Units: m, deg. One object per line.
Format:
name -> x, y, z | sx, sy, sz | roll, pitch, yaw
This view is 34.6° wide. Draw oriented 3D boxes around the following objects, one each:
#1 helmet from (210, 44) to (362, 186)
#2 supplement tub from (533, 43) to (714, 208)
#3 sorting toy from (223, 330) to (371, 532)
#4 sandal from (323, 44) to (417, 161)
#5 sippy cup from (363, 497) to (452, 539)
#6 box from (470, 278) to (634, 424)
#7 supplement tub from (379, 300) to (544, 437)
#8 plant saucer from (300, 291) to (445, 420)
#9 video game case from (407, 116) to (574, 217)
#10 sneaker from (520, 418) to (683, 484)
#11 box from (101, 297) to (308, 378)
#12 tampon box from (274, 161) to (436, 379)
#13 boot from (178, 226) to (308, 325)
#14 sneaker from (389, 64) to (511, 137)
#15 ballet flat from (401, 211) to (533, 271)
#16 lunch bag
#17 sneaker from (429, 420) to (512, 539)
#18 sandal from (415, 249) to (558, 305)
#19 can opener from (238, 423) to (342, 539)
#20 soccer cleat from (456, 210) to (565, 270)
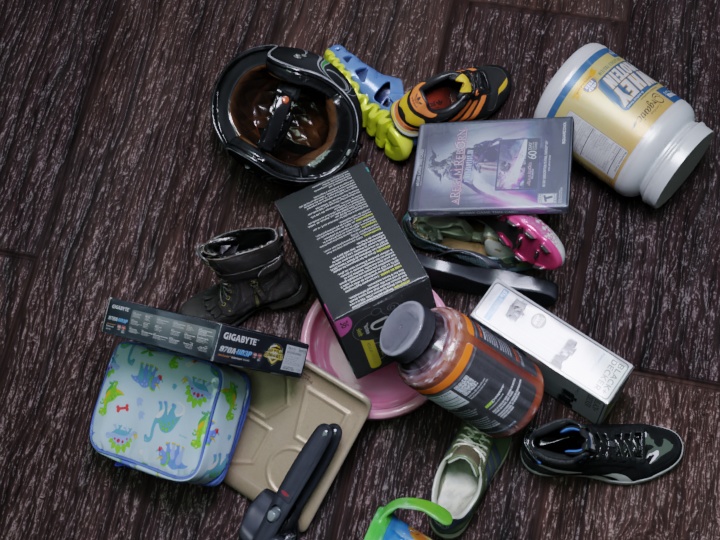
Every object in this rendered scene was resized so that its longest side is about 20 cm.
helmet -> -0.098, -0.207, 1.554 | 0.199, 0.191, 0.201 | -4, 107, -14
supplement tub -> 0.343, -0.188, 1.517 | 0.200, 0.145, 0.145 | 39, 79, 17
sorting toy -> -0.101, 0.202, 1.468 | 0.185, 0.036, 0.200 | 30, 100, 16
sandal -> 0.025, -0.243, 1.618 | 0.087, 0.080, 0.200 | -36, 75, -20
sippy cup -> 0.056, 0.367, 1.369 | 0.130, 0.178, 0.140 | 22, 51, 8
box -> 0.235, 0.104, 1.445 | 0.200, 0.117, 0.060 | 33, 75, 15
supplement tub -> 0.116, 0.111, 1.356 | 0.107, 0.200, 0.107 | -35, 37, 31
plant saucer -> 0.023, 0.099, 1.507 | 0.200, 0.051, 0.201 | -2, 70, 7
video game case -> 0.166, -0.131, 1.460 | 0.199, 0.019, 0.143 | 0, 57, 15
sneaker -> 0.296, 0.217, 1.401 | 0.199, 0.112, 0.073 | -4, 71, 5
box -> -0.187, 0.082, 1.398 | 0.200, 0.159, 0.046 | 10, 84, 39
tampon box -> 0.000, 0.000, 1.427 | 0.126, 0.150, 0.200 | -25, 55, -3
boot -> -0.170, 0.005, 1.489 | 0.200, 0.174, 0.069 | -19, 63, 8
sneaker -> 0.139, -0.238, 1.558 | 0.200, 0.090, 0.070 | -23, 85, -28
ballet flat -> 0.150, -0.046, 1.533 | 0.199, 0.074, 0.074 | 9, 72, 9
lunch bag -> -0.243, 0.181, 1.461 | 0.200, 0.082, 0.161 | 10, 82, 33
sneaker -> 0.139, 0.232, 1.426 | 0.067, 0.090, 0.201 | 21, 75, 14
sandal -> 0.159, 0.004, 1.516 | 0.200, 0.076, 0.043 | 12, 73, 0
can opener -> -0.084, 0.271, 1.410 | 0.079, 0.063, 0.200 | 35, 104, 15
soccer cleat -> 0.191, -0.079, 1.472 | 0.200, 0.070, 0.086 | 36, 59, 24
